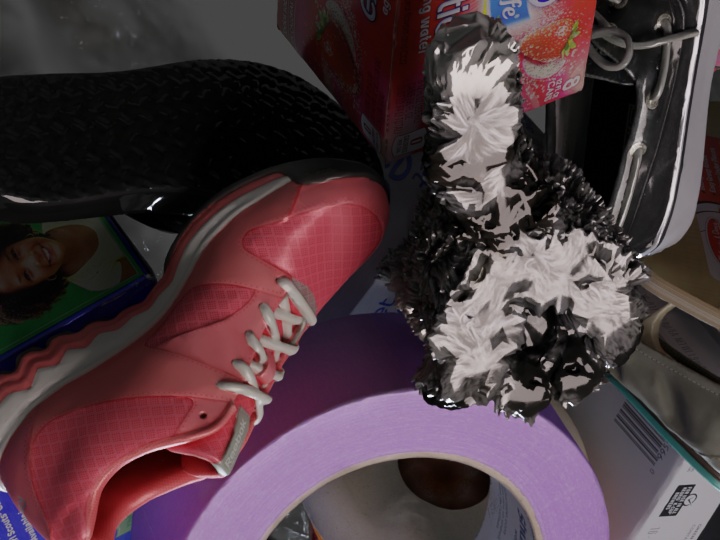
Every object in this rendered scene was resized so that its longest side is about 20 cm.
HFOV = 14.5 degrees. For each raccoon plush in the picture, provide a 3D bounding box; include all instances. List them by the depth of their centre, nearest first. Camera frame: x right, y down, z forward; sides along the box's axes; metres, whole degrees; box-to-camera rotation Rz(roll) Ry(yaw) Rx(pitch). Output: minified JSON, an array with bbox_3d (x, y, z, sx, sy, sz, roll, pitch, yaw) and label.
[{"bbox_3d":[0.053,-0.037,1.134,0.096,0.134,0.201,-8,121,-14],"label":"raccoon plush"}]

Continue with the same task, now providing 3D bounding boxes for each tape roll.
[{"bbox_3d":[0.004,0.120,1.226,0.199,0.066,0.201,-9,123,-14],"label":"tape roll"}]

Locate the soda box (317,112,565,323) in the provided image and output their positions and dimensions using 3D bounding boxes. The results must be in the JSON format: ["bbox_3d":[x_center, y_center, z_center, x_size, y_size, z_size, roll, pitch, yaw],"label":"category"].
[{"bbox_3d":[0.000,0.000,1.268,0.063,0.068,0.200,12,122,-49],"label":"soda box"}]

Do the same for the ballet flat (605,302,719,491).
[{"bbox_3d":[0.122,0.024,1.305,0.064,0.200,0.067,-54,163,10],"label":"ballet flat"}]

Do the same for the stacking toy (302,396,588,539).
[{"bbox_3d":[0.023,0.140,1.409,0.146,0.146,0.200,-18,153,-25],"label":"stacking toy"}]

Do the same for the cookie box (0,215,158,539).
[{"bbox_3d":[-0.172,0.077,1.198,0.200,0.075,0.171,-30,143,-13],"label":"cookie box"}]

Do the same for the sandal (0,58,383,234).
[{"bbox_3d":[-0.083,-0.047,1.158,0.200,0.076,0.048,2,155,-33],"label":"sandal"}]

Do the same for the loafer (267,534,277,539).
[{"bbox_3d":[-0.056,0.165,1.400,0.068,0.070,0.201,-36,145,-6],"label":"loafer"}]

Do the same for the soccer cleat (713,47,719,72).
[{"bbox_3d":[0.149,-0.132,1.246,0.068,0.073,0.200,0,129,-40],"label":"soccer cleat"}]

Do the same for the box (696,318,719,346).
[{"bbox_3d":[0.238,0.006,1.407,0.200,0.156,0.041,3,130,-42],"label":"box"}]

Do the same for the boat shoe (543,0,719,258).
[{"bbox_3d":[0.107,-0.100,1.201,0.068,0.073,0.200,-15,118,-45],"label":"boat shoe"}]

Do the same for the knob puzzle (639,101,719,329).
[{"bbox_3d":[0.178,-0.014,1.313,0.219,0.220,0.031,-9,132,-35],"label":"knob puzzle"}]

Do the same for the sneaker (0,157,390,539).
[{"bbox_3d":[-0.057,0.040,1.123,0.200,0.087,0.074,-39,144,-2],"label":"sneaker"}]

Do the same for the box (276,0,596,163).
[{"bbox_3d":[0.034,-0.153,1.104,0.099,0.096,0.200,-21,142,-21],"label":"box"}]

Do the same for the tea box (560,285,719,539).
[{"bbox_3d":[0.167,0.093,1.461,0.196,0.134,0.200,-2,131,-40],"label":"tea box"}]
